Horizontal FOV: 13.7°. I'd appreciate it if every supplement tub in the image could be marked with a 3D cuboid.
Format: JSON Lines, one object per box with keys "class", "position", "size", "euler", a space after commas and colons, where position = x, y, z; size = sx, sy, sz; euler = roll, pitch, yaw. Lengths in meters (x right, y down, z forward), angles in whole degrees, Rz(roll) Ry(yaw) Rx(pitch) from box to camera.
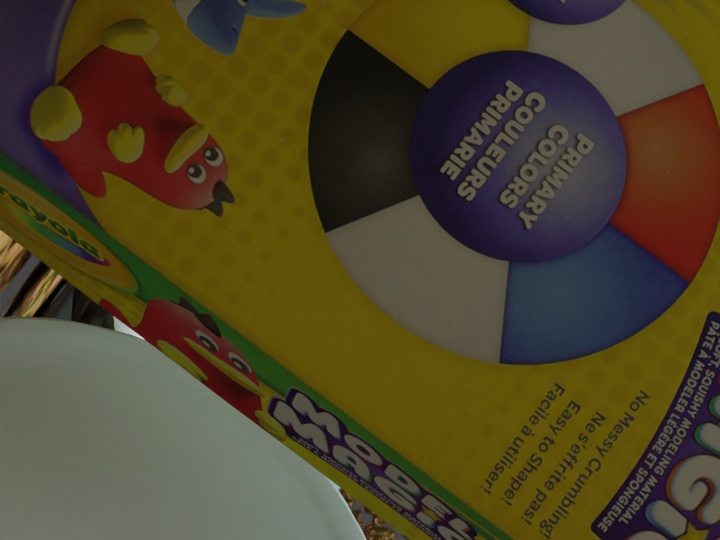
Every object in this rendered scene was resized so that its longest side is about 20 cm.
{"class": "supplement tub", "position": [-0.085, 0.116, 0.602], "size": [0.146, 0.145, 0.200], "euler": [-50, 174, -42]}

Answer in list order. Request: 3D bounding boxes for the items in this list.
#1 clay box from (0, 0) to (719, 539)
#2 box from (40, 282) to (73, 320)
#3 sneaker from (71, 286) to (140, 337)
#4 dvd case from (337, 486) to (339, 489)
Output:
{"class": "clay box", "position": [0.033, -0.008, 0.536], "size": [0.115, 0.200, 0.048], "euler": [-53, 176, -19]}
{"class": "box", "position": [-0.086, 0.051, 0.815], "size": [0.200, 0.035, 0.110], "euler": [-52, 175, -23]}
{"class": "sneaker", "position": [0.003, -0.049, 0.729], "size": [0.200, 0.077, 0.076], "euler": [-52, 177, -5]}
{"class": "dvd case", "position": [-0.023, 0.044, 0.942], "size": [0.146, 0.022, 0.200], "euler": [-33, -173, 30]}
